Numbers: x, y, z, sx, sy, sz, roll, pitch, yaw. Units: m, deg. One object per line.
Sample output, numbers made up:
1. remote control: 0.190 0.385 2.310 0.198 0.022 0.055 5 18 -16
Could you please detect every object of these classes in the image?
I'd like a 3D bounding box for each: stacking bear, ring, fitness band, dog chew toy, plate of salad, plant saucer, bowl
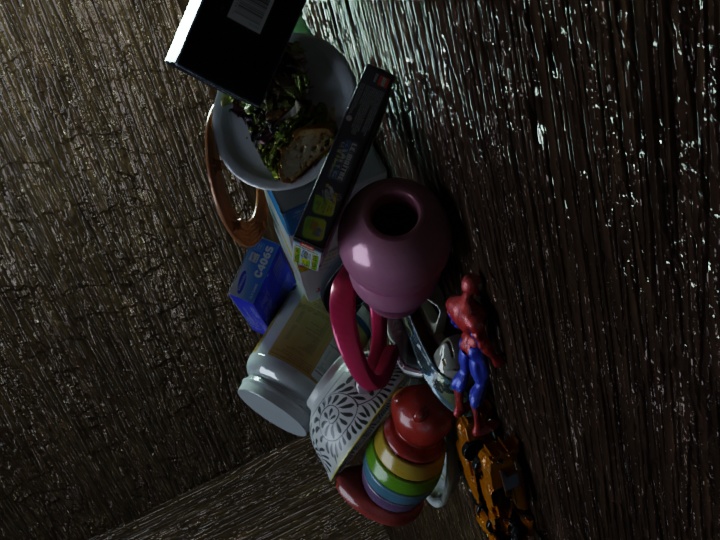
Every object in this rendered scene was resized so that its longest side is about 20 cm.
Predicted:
1. stacking bear: 0.060 0.225 1.191 0.114 0.120 0.202 43 134 26
2. ring: -0.160 -0.134 1.256 0.200 0.019 0.205 -8 -90 -74
3. fitness band: 0.005 0.063 1.128 0.200 0.037 0.147 -60 -45 -68
4. dog chew toy: 0.038 -0.012 1.023 0.201 0.122 0.126 85 159 -63
5. plate of salad: -0.098 -0.200 1.140 0.203 0.198 0.048 63 -168 17
6. plant saucer: 0.113 0.225 1.296 0.200 0.049 0.205 176 90 -77
7. bowl: -0.013 0.179 1.272 0.094 0.202 0.201 36 164 9

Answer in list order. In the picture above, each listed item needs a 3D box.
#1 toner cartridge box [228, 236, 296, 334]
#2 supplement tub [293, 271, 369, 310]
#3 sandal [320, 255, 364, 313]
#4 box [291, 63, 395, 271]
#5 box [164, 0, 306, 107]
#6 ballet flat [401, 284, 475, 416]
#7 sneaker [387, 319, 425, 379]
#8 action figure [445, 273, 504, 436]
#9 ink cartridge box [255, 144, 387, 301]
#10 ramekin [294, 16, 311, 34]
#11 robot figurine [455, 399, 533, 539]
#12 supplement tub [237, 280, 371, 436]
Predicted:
1. toner cartridge box: -0.142 0.029 1.391 0.042 0.097 0.201 19 164 10
2. supplement tub: -0.045 -0.002 1.507 0.202 0.130 0.133 79 164 -54
3. sandal: 0.000 0.000 1.224 0.043 0.075 0.202 64 145 35
4. box: -0.019 -0.107 0.992 0.034 0.204 0.110 22 167 0
5. box: -0.131 -0.302 1.040 0.103 0.203 0.182 23 -174 -20
6. ballet flat: 0.094 0.077 1.113 0.202 0.073 0.074 61 169 18
7. sneaker: 0.063 0.058 1.216 0.200 0.074 0.118 -134 26 -68
8. action figure: 0.124 0.087 1.008 0.066 0.051 0.203 48 154 48
9. ink cartridge box: -0.046 -0.090 1.245 0.202 0.145 0.146 80 166 -55
10. ramekin: -0.116 -0.279 1.349 0.200 0.096 0.204 156 91 -81
11. robot figurine: 0.168 0.267 1.150 0.145 0.057 0.203 -125 16 -53
12. supplement tub: -0.082 0.128 1.386 0.143 0.202 0.145 27 158 12
